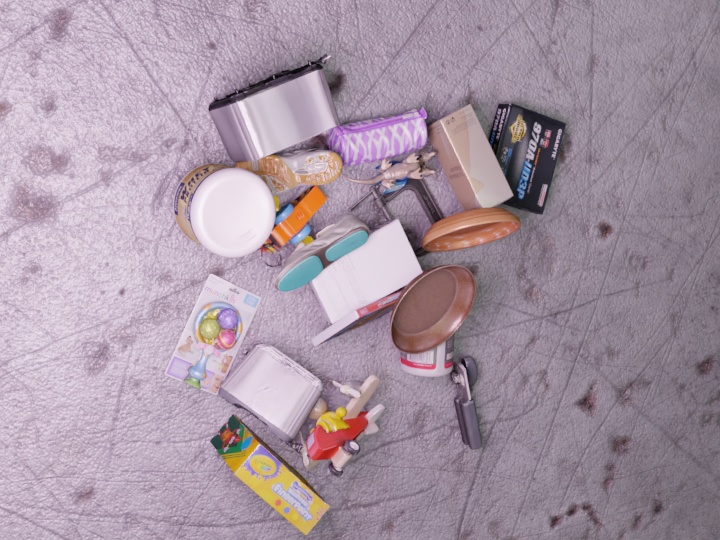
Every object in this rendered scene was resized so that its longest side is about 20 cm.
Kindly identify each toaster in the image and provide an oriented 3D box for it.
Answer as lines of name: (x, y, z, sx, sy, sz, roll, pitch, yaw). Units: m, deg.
toaster: (-0.155, 0.228, 1.545, 0.199, 0.114, 0.130, 34, 78, 8)
toaster: (-0.145, -0.275, 1.439, 0.179, 0.200, 0.120, -27, 105, -20)

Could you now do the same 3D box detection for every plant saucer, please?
plant saucer: (0.130, 0.067, 1.571, 0.198, 0.037, 0.202, -21, 132, -24)
plant saucer: (0.215, -0.082, 1.644, 0.198, 0.200, 0.038, -6, 78, -25)

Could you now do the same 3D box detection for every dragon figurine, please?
dragon figurine: (0.064, -0.186, 1.620, 0.198, 0.099, 0.060, -19, 90, -5)

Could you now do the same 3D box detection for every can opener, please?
can opener: (0.240, 0.285, 1.809, 0.066, 0.053, 0.203, -20, 109, -21)

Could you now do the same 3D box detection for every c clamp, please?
c clamp: (0.084, -0.103, 1.681, 0.171, 0.027, 0.201, -45, 114, -18)

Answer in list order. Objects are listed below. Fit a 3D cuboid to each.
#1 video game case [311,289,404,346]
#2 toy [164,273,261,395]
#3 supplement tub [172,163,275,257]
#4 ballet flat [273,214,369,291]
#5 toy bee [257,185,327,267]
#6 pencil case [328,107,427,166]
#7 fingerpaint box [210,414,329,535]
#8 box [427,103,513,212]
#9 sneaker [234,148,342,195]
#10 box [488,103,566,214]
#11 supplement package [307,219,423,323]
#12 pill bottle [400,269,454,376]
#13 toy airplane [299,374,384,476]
video game case: (0.016, 0.082, 1.582, 0.199, 0.143, 0.018, -21, 79, -46)
toy: (-0.265, 0.123, 1.535, 0.114, 0.047, 0.202, 27, 87, -29)
supplement tub: (-0.238, -0.106, 1.420, 0.143, 0.200, 0.147, -5, 101, -25)
ballet flat: (-0.076, -0.033, 1.485, 0.199, 0.064, 0.068, -32, 142, -10)
toy bee: (-0.151, -0.080, 1.537, 0.199, 0.108, 0.132, -27, 95, -41)
pencil case: (0.036, -0.255, 1.591, 0.198, 0.086, 0.085, -19, 67, -22)
fingerpaint box: (-0.172, 0.380, 1.561, 0.073, 0.166, 0.200, -47, 116, -11)
box: (0.214, -0.216, 1.658, 0.077, 0.095, 0.202, -28, 95, -16)
sneaker: (-0.131, -0.183, 1.534, 0.197, 0.088, 0.077, -3, 106, -1)
box: (0.339, -0.234, 1.766, 0.157, 0.046, 0.203, 13, 94, -27)
supplement package: (0.000, 0.000, 1.576, 0.198, 0.117, 0.118, -27, 96, -9)
pill bottle: (0.138, 0.104, 1.693, 0.109, 0.110, 0.203, -2, 101, -25)
toy airplane: (-0.042, 0.294, 1.626, 0.141, 0.200, 0.200, 38, 70, 9)
